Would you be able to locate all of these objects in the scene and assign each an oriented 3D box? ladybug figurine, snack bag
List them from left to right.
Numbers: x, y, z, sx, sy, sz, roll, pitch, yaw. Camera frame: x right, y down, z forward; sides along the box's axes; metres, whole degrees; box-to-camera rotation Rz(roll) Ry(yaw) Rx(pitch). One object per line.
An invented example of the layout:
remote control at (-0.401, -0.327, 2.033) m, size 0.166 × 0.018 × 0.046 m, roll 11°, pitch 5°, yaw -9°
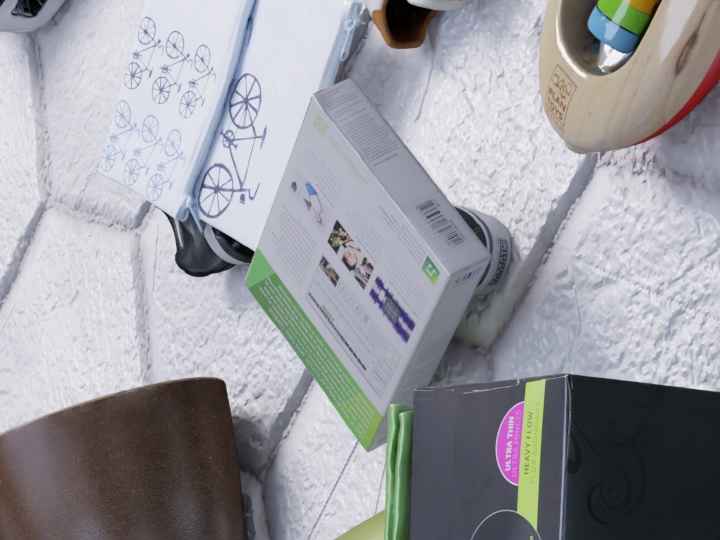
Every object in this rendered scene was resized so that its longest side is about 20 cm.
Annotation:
snack bag at (-0.091, -0.118, 1.806) m, size 0.200 × 0.021 × 0.189 m, roll 31°, pitch 108°, yaw 43°
ladybug figurine at (0.167, -0.150, 1.500) m, size 0.200 × 0.072 × 0.136 m, roll -62°, pitch 39°, yaw 25°

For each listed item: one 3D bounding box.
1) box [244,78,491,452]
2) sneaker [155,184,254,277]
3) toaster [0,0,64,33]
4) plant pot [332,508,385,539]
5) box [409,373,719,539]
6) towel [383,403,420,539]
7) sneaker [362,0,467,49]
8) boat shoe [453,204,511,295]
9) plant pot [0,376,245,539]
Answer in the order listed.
box at (0.000, 0.000, 1.649) m, size 0.144 × 0.036 × 0.200 m, roll 53°, pitch 147°, yaw 21°
sneaker at (-0.115, -0.084, 1.892) m, size 0.090 × 0.066 × 0.201 m, roll -32°, pitch 60°, yaw 45°
toaster at (-0.271, -0.278, 2.119) m, size 0.200 × 0.113 × 0.129 m, roll -49°, pitch 50°, yaw 35°
plant pot at (0.032, 0.212, 1.552) m, size 0.200 × 0.187 × 0.187 m, roll -48°, pitch 45°, yaw 18°
box at (0.137, 0.135, 1.372) m, size 0.124 × 0.199 × 0.149 m, roll -10°, pitch 75°, yaw 54°
towel at (0.095, 0.150, 1.430) m, size 0.031 × 0.199 × 0.150 m, roll -13°, pitch 73°, yaw 49°
sneaker at (0.061, -0.212, 1.673) m, size 0.200 × 0.073 × 0.085 m, roll -58°, pitch 43°, yaw 48°
boat shoe at (0.014, -0.024, 1.704) m, size 0.200 × 0.056 × 0.069 m, roll 10°, pitch 92°, yaw 55°
plant pot at (-0.148, 0.195, 1.811) m, size 0.187 × 0.186 × 0.201 m, roll -31°, pitch 73°, yaw 48°
